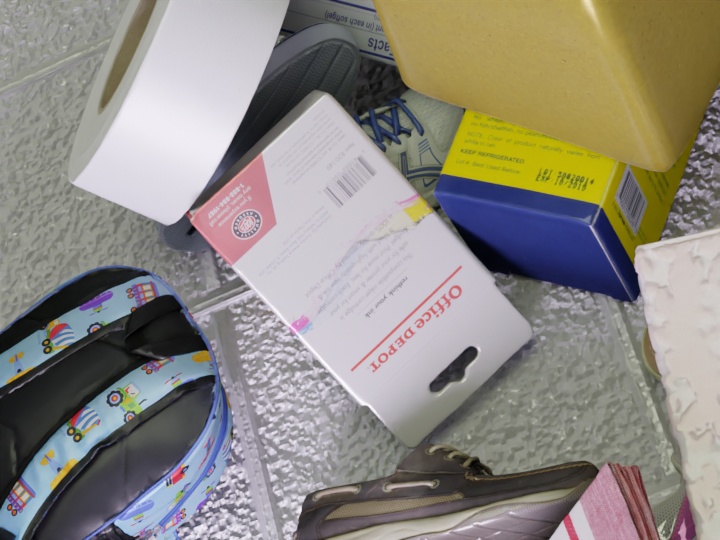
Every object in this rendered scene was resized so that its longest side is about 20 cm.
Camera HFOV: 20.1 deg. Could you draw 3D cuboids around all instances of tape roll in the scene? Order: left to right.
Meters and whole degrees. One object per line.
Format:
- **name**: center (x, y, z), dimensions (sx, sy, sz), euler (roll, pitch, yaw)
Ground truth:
- **tape roll**: center (-0.113, -0.134, 1.276), dimensions (0.071, 0.202, 0.203), euler (24, 69, -14)

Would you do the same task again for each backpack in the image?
- **backpack**: center (-0.168, 0.105, 1.271), dimensions (0.200, 0.135, 0.183), euler (-38, 55, 1)

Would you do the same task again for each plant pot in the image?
- **plant pot**: center (0.113, -0.210, 1.149), dimensions (0.194, 0.200, 0.196), euler (21, 73, 30)

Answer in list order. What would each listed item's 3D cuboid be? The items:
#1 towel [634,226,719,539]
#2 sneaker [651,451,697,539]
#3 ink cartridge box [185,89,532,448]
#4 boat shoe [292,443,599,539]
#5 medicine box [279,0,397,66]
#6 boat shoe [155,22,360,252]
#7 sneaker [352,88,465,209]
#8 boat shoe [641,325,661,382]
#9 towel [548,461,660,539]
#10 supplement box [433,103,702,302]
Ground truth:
- **towel**: center (0.257, 0.059, 1.085), dimensions (0.190, 0.032, 0.201), euler (-13, 67, 11)
- **sneaker**: center (0.179, 0.183, 1.122), dimensions (0.088, 0.081, 0.200), euler (17, 63, 31)
- **ink cartridge box**: center (0.000, 0.000, 1.260), dimensions (0.116, 0.067, 0.200), euler (-42, 100, -2)
- **boat shoe**: center (0.047, 0.137, 1.200), dimensions (0.199, 0.075, 0.074), euler (-15, 59, 14)
- **medicine box**: center (0.012, -0.248, 1.344), dimensions (0.182, 0.103, 0.201), euler (18, 113, 30)
- **boat shoe**: center (-0.078, -0.098, 1.349), dimensions (0.200, 0.072, 0.062), euler (-46, 44, 25)
- **sneaker**: center (-0.001, -0.067, 1.321), dimensions (0.200, 0.088, 0.075), euler (-42, 54, -4)
- **boat shoe**: center (0.257, 0.036, 1.170), dimensions (0.200, 0.063, 0.073), euler (4, 65, 25)
- **towel**: center (0.121, 0.215, 1.078), dimensions (0.023, 0.200, 0.144), euler (2, 49, -26)
- **supplement box**: center (0.142, -0.099, 1.264), dimensions (0.108, 0.110, 0.201), euler (13, 70, 28)
